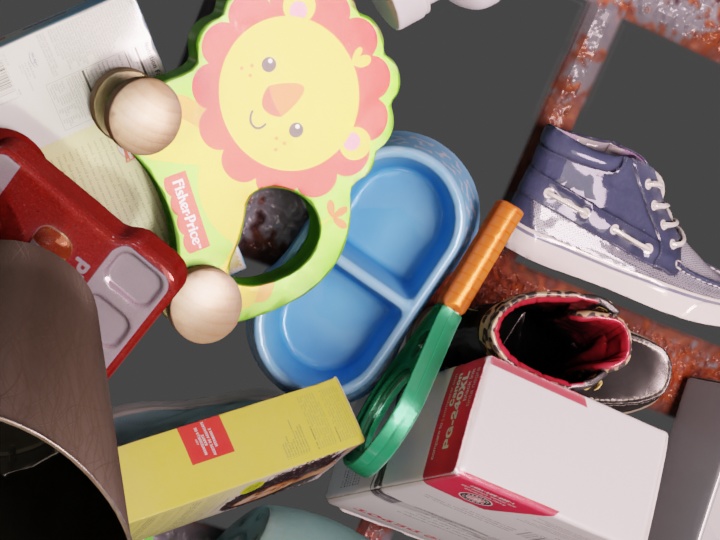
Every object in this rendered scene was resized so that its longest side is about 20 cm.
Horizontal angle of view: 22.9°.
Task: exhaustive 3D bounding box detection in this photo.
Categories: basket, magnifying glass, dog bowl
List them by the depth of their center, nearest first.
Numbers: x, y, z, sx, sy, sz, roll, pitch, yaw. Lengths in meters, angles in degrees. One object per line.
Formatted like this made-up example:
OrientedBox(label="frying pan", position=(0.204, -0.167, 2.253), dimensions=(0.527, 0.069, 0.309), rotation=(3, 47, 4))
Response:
OrientedBox(label="basket", position=(-0.196, 0.084, 0.958), dimensions=(0.135, 0.201, 0.181), rotation=(-27, 121, 9))
OrientedBox(label="magnifying glass", position=(0.048, 0.044, 1.157), dimensions=(0.022, 0.080, 0.201), rotation=(30, 84, -11))
OrientedBox(label="dog bowl", position=(0.000, 0.000, 1.191), dimensions=(0.111, 0.050, 0.201), rotation=(34, 94, 1))

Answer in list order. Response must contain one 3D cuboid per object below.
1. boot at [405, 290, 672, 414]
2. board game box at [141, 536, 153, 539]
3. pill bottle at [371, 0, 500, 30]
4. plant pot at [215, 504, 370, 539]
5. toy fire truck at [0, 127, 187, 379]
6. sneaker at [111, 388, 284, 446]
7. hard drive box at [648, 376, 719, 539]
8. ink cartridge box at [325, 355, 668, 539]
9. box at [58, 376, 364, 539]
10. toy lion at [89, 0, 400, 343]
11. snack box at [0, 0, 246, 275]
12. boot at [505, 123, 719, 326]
OrientedBox(label="boot", position=(0.144, 0.057, 1.209), dimensions=(0.198, 0.150, 0.074), rotation=(13, 81, -15))
OrientedBox(label="board game box", position=(-0.223, 0.165, 1.070), dimensions=(0.198, 0.029, 0.136), rotation=(23, 56, -22))
OrientedBox(label="pill bottle", position=(0.090, -0.237, 1.135), dimensions=(0.199, 0.112, 0.113), rotation=(-30, 111, -5))
OrientedBox(label="plant pot", position=(-0.045, 0.256, 1.199), dimensions=(0.161, 0.201, 0.201), rotation=(43, 91, -10))
OrientedBox(label="toy fire truck", position=(-0.220, 0.023, 1.086), dimensions=(0.168, 0.112, 0.200), rotation=(39, 111, -2))
OrientedBox(label="sneaker", position=(-0.127, 0.129, 1.193), dimensions=(0.198, 0.082, 0.075), rotation=(-17, 107, -12))
OrientedBox(label="hard drive box", position=(0.288, 0.199, 1.305), dimensions=(0.155, 0.077, 0.202), rotation=(21, 84, -23))
OrientedBox(label="ink cartridge box", position=(0.086, 0.132, 1.189), dimensions=(0.144, 0.200, 0.084), rotation=(23, 70, -20))
OrientedBox(label="box", position=(-0.098, 0.124, 1.102), dimensions=(0.198, 0.075, 0.051), rotation=(-15, 73, -34))
OrientedBox(label="toy lion", position=(-0.061, -0.079, 1.124), dimensions=(0.190, 0.069, 0.202), rotation=(-20, 107, -14))
OrientedBox(label="snack box", position=(-0.163, -0.069, 1.152), dimensions=(0.115, 0.037, 0.202), rotation=(-24, 110, -8))
OrientedBox(label="boot", position=(0.200, -0.030, 1.244), dimensions=(0.198, 0.073, 0.091), rotation=(18, 105, -19))
